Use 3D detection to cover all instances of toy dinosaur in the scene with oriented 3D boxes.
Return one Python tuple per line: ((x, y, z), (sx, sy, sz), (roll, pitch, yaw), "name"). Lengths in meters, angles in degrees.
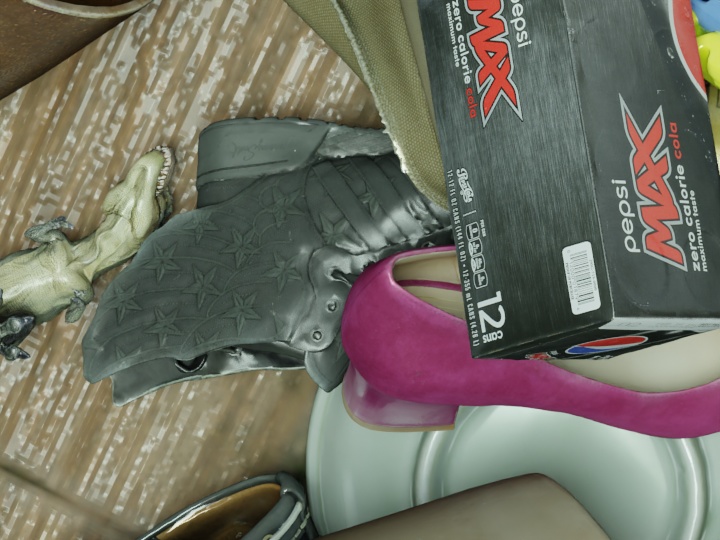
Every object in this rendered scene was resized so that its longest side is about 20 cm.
((-0.152, 0.019, 0.940), (0.200, 0.088, 0.048), (-27, 93, 9), "toy dinosaur")

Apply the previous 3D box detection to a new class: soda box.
((0.065, -0.074, 0.809), (0.063, 0.071, 0.201), (-17, 77, 45), "soda box")

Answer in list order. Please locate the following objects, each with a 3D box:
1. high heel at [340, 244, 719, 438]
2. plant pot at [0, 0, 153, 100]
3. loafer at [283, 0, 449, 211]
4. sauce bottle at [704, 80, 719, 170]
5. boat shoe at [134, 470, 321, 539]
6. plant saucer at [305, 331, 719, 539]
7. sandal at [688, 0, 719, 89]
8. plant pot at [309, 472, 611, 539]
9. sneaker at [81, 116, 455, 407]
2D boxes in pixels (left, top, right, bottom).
((0.091, 0.012, 0.863), (0.199, 0.096, 0.068), (-2, 64, -8), "high heel")
((-0.200, -0.109, 0.896), (0.200, 0.187, 0.187), (-38, 91, 29), "plant pot")
((0.014, -0.096, 0.890), (0.067, 0.076, 0.200), (-38, 51, 32), "loafer")
((0.201, -0.032, 0.903), (0.199, 0.065, 0.065), (6, 98, 5), "sauce bottle")
((-0.107, 0.132, 0.933), (0.199, 0.072, 0.068), (-20, 122, -9), "boat shoe")
((0.075, 0.080, 0.938), (0.199, 0.050, 0.201), (1, 97, 8), "plant saucer")
((0.125, -0.115, 0.863), (0.200, 0.079, 0.087), (44, 102, 26), "sandal")
((0.018, 0.160, 0.846), (0.173, 0.200, 0.200), (-32, 92, -9), "plant pot")
((-0.001, -0.001, 0.919), (0.199, 0.060, 0.105), (2, 75, 16), "sneaker")
